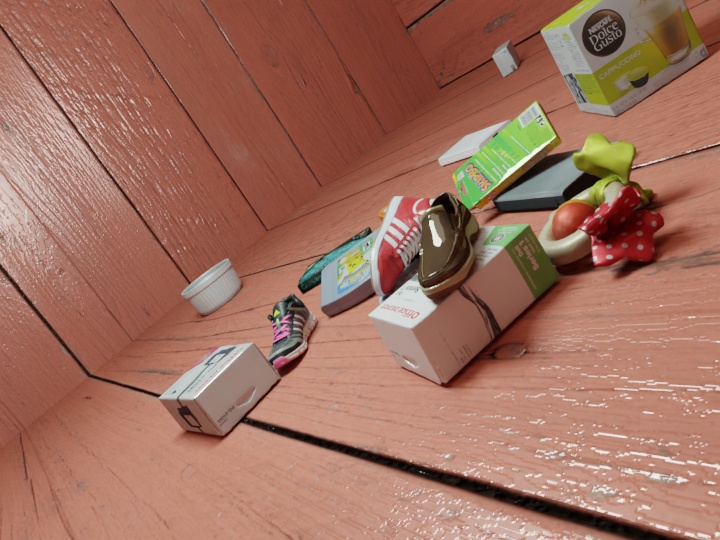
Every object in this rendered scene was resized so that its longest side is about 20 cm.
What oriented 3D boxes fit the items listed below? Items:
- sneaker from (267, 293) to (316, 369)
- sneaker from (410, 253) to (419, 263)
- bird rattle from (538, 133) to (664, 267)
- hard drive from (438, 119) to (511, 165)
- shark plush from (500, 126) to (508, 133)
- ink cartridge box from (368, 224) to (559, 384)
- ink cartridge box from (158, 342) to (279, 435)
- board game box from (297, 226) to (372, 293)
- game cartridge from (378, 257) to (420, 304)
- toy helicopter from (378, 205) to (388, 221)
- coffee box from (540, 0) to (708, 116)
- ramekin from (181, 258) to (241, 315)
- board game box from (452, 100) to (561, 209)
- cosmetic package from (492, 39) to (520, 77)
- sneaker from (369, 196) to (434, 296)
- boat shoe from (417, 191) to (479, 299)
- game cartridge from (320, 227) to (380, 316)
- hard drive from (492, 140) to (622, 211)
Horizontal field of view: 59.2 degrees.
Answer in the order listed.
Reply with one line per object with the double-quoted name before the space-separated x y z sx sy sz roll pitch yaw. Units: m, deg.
"sneaker" -0.141 0.108 1.183 0.073 0.088 0.201 -29 15 20
"sneaker" 0.132 -0.063 1.154 0.198 0.072 0.082 -30 46 -35
"bird rattle" 0.289 -0.059 0.774 0.163 0.112 0.202 -38 22 42
"hard drive" 0.311 -0.347 1.729 0.131 0.027 0.199 -41 14 -20
"shark plush" 0.251 -0.183 1.185 0.199 0.090 0.085 -31 34 42
"ink cartridge box" 0.124 0.035 0.798 0.199 0.085 0.146 -39 14 -16
"ink cartridge box" -0.255 0.209 1.128 0.145 0.085 0.199 -45 16 -32
"board game box" -0.059 -0.027 1.556 0.198 0.028 0.136 -31 15 18
"game cartridge" 0.092 0.028 1.006 0.131 0.042 0.200 -30 14 4
"toy helicopter" 0.112 -0.080 1.280 0.130 0.080 0.201 -23 27 11
"coffee box" 0.504 -0.447 1.239 0.198 0.200 0.200 -32 14 11
"ramekin" -0.498 0.062 2.152 0.198 0.106 0.201 -33 15 10
"board game box" 0.251 -0.195 1.110 0.199 0.030 0.097 -38 46 28
"cosmetic package" 0.605 -0.878 2.620 0.073 0.103 0.201 -27 15 29
"sneaker" 0.087 -0.045 1.035 0.110 0.072 0.203 1 53 24
"boat shoe" 0.095 -0.039 0.772 0.074 0.076 0.203 -28 16 23
"game cartridge" 0.000 0.000 1.226 0.198 0.040 0.135 -35 35 22
"hard drive" 0.322 -0.150 1.044 0.139 0.033 0.199 -40 14 -13
